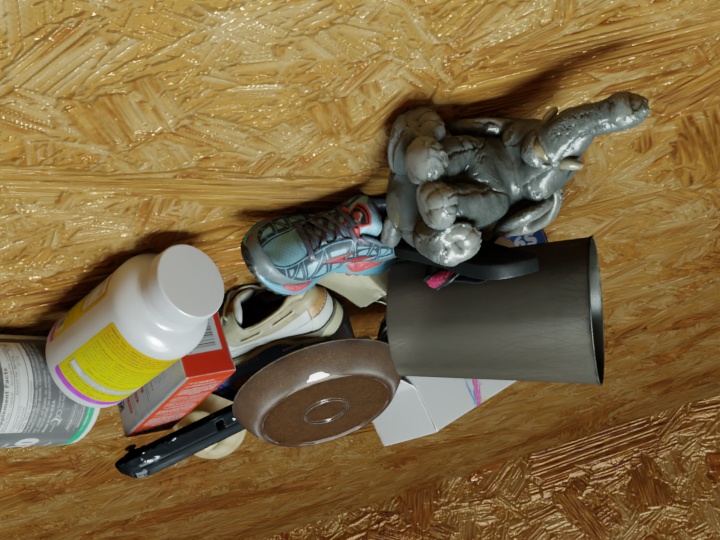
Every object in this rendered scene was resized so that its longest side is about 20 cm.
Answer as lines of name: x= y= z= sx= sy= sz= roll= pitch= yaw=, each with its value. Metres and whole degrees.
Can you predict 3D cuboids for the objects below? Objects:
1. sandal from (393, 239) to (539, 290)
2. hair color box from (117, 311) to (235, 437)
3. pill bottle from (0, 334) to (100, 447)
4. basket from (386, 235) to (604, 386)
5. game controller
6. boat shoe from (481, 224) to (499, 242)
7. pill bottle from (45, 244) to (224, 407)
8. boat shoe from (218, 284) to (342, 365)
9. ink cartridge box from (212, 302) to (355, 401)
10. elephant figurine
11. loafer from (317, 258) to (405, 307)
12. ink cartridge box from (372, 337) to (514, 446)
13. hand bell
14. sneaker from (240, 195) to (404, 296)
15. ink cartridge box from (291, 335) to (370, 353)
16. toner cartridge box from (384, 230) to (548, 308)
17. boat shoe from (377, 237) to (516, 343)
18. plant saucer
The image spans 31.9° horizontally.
sandal: x=0.090 y=-0.001 z=1.135 sx=0.074 sy=0.046 sz=0.200 roll=-14 pitch=-165 yaw=-23
hair color box: x=-0.210 y=0.100 z=1.362 sx=0.061 sy=0.103 sz=0.200 roll=-8 pitch=161 yaw=-33
pill bottle: x=-0.366 y=0.120 z=1.255 sx=0.112 sy=0.114 sz=0.199 roll=-29 pitch=159 yaw=33
basket: x=0.133 y=0.044 z=1.229 sx=0.197 sy=0.138 sz=0.180 roll=-3 pitch=158 yaw=15
game controller: x=-0.187 y=0.183 z=1.445 sx=0.198 sy=0.043 sz=0.104 roll=-24 pitch=-176 yaw=-20
boat shoe: x=0.110 y=-0.054 z=1.274 sx=0.066 sy=0.072 sz=0.201 roll=-35 pitch=168 yaw=-36
pill bottle: x=-0.214 y=0.051 z=1.205 sx=0.103 sy=0.105 sz=0.199 roll=0 pitch=156 yaw=-43
boat shoe: x=-0.118 y=0.049 z=1.365 sx=0.198 sy=0.075 sz=0.068 roll=-17 pitch=136 yaw=26
ink cartridge box: x=-0.114 y=0.095 z=1.485 sx=0.198 sy=0.077 sz=0.136 roll=-19 pitch=162 yaw=11
elephant figurine: x=0.128 y=-0.084 z=1.086 sx=0.198 sy=0.155 sz=0.143 roll=-18 pitch=121 yaw=-18
loafer: x=0.000 y=0.000 z=1.314 sx=0.075 sy=0.069 sz=0.199 roll=-31 pitch=158 yaw=37
ink cartridge box: x=0.085 y=0.122 z=1.561 sx=0.199 sy=0.126 sz=0.128 roll=-27 pitch=179 yaw=-34
hand bell: x=-0.210 y=0.209 z=1.575 sx=0.103 sy=0.105 sz=0.200 roll=-19 pitch=-176 yaw=8
sneaker: x=-0.024 y=-0.040 z=1.187 sx=0.199 sy=0.080 sz=0.095 roll=-14 pitch=159 yaw=-43
ink cartridge box: x=-0.052 y=0.132 z=1.473 sx=0.093 sy=0.038 sz=0.200 roll=-11 pitch=162 yaw=-19
toner cartridge box: x=0.124 y=-0.001 z=1.472 sx=0.198 sy=0.044 sz=0.095 roll=-21 pitch=162 yaw=10
boat shoe: x=0.092 y=0.036 z=1.380 sx=0.198 sy=0.074 sz=0.068 roll=-30 pitch=-165 yaw=29
plant saucer: x=-0.042 y=0.143 z=1.392 sx=0.198 sy=0.035 sz=0.201 roll=-14 pitch=148 yaw=-8
